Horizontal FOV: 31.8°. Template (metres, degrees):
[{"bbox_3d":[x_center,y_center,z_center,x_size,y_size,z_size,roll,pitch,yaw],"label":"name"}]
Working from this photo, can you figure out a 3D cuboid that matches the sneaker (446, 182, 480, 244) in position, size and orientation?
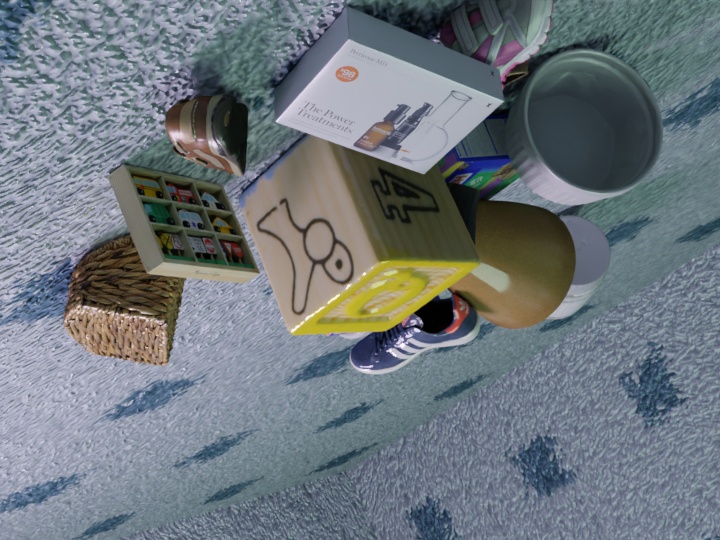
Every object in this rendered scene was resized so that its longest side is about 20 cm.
[{"bbox_3d":[0.084,-0.058,1.711,0.200,0.107,0.075,1,162,44],"label":"sneaker"}]

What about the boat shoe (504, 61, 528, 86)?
[{"bbox_3d":[0.111,-0.210,1.511,0.200,0.073,0.072,-34,162,30],"label":"boat shoe"}]

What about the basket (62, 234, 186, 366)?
[{"bbox_3d":[-0.303,0.020,1.644,0.142,0.150,0.200,11,159,-4],"label":"basket"}]

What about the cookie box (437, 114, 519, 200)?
[{"bbox_3d":[0.132,-0.143,1.762,0.200,0.075,0.171,-9,159,-44],"label":"cookie box"}]

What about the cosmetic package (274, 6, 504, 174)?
[{"bbox_3d":[0.030,-0.188,1.358,0.199,0.052,0.151,16,141,-29],"label":"cosmetic package"}]

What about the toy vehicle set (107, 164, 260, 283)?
[{"bbox_3d":[-0.199,-0.050,1.455,0.026,0.125,0.200,-31,164,22],"label":"toy vehicle set"}]

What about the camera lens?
[{"bbox_3d":[0.389,-0.004,2.461,0.159,0.160,0.200,-21,164,-14],"label":"camera lens"}]

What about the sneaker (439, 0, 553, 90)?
[{"bbox_3d":[0.137,-0.256,1.382,0.088,0.082,0.200,15,128,-25],"label":"sneaker"}]

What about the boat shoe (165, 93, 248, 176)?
[{"bbox_3d":[-0.160,-0.146,1.326,0.074,0.076,0.200,3,174,2],"label":"boat shoe"}]

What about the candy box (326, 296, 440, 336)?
[{"bbox_3d":[0.000,0.000,1.849,0.077,0.170,0.200,-40,159,34],"label":"candy box"}]

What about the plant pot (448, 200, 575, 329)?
[{"bbox_3d":[0.176,-0.024,1.801,0.186,0.187,0.200,-34,150,28],"label":"plant pot"}]

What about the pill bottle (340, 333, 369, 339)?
[{"bbox_3d":[0.040,0.054,2.200,0.112,0.113,0.200,-36,161,35],"label":"pill bottle"}]

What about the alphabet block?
[{"bbox_3d":[-0.003,-0.050,1.591,0.196,0.201,0.195,-1,152,-46],"label":"alphabet block"}]

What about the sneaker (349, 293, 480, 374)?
[{"bbox_3d":[0.066,0.082,1.799,0.199,0.075,0.085,-23,141,14],"label":"sneaker"}]

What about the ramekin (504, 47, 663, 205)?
[{"bbox_3d":[0.285,-0.181,1.667,0.200,0.201,0.105,-19,173,-21],"label":"ramekin"}]
